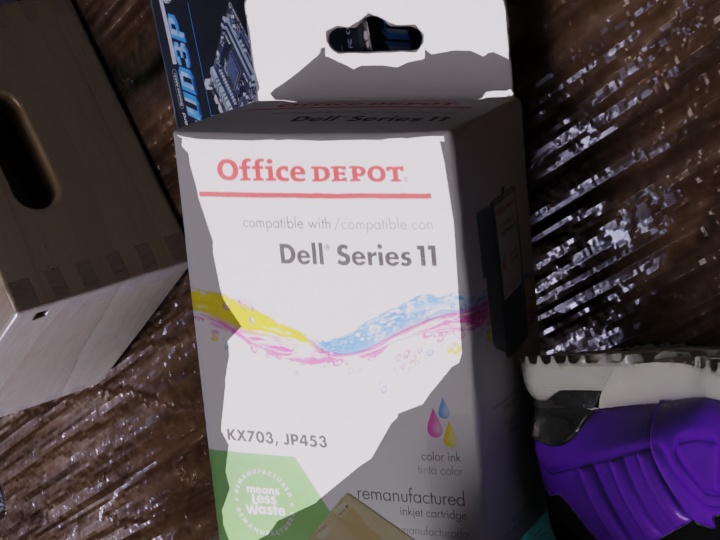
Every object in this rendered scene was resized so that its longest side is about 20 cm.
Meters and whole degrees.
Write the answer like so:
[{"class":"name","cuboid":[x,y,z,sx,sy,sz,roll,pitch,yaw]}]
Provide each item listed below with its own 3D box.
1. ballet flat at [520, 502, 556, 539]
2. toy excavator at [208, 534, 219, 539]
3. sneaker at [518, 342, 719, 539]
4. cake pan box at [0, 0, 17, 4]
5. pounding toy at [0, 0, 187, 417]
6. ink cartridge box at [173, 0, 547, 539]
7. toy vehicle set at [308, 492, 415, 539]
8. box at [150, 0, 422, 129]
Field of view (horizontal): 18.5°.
[{"class":"ballet flat","cuboid":[0.115,0.143,0.793,0.199,0.068,0.073,23,143,51]},{"class":"toy excavator","cuboid":[-0.023,0.235,1.030,0.194,0.099,0.201,39,149,40]},{"class":"sneaker","cuboid":[0.122,0.076,0.722,0.200,0.069,0.100,-179,88,-65]},{"class":"cake pan box","cuboid":[-0.305,-0.145,1.172,0.199,0.183,0.053,15,118,52]},{"class":"pounding toy","cuboid":[-0.214,-0.034,1.124,0.201,0.141,0.184,63,146,14]},{"class":"ink cartridge box","cuboid":[0.000,0.000,0.808,0.116,0.067,0.202,1,105,27]},{"class":"toy vehicle set","cuboid":[0.075,0.157,0.768,0.124,0.027,0.200,31,170,46]},{"class":"box","cuboid":[-0.019,-0.066,0.902,0.158,0.046,0.202,3,108,56]}]
